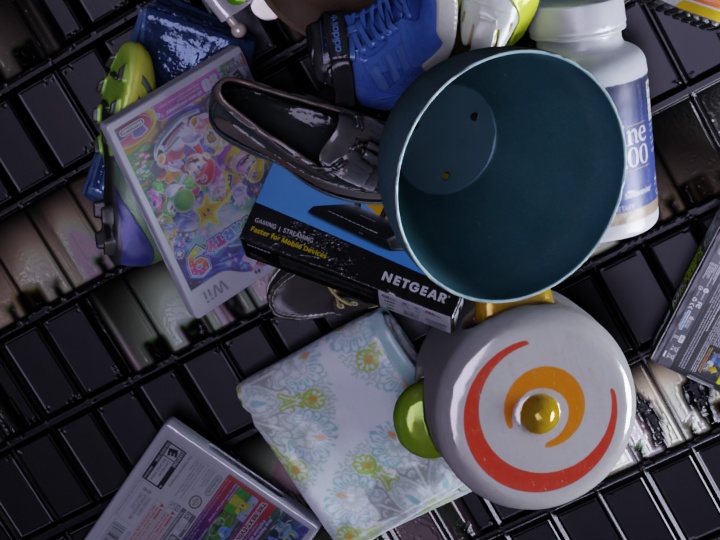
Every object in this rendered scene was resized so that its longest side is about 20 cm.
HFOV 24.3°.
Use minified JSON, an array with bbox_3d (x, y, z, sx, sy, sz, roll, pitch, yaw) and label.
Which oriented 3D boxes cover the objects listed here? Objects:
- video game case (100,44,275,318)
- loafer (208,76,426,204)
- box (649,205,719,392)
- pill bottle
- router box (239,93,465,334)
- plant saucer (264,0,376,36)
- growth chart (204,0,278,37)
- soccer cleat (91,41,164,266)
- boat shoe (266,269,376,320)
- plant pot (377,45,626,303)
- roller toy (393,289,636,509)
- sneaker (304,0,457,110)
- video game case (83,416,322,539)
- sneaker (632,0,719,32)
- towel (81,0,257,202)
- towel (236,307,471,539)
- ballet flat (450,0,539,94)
[{"bbox_3d":[-0.129,-0.077,1.474,0.143,0.018,0.201,-34,119,-21],"label":"video game case"},{"bbox_3d":[-0.037,-0.110,1.410,0.199,0.063,0.072,20,76,4],"label":"loafer"},{"bbox_3d":[0.371,0.022,1.485,0.159,0.044,0.201,23,110,0],"label":"box"},{"bbox_3d":[0.192,-0.132,1.424,0.110,0.111,0.201,-5,107,10],"label":"pill bottle"},{"bbox_3d":[0.015,-0.051,1.455,0.199,0.051,0.150,20,73,10],"label":"router box"},{"bbox_3d":[0.011,-0.253,1.400,0.199,0.030,0.200,4,150,2],"label":"plant saucer"},{"bbox_3d":[-0.080,-0.313,1.441,0.145,0.018,0.200,43,98,-7],"label":"growth chart"},{"bbox_3d":[-0.191,-0.102,1.475,0.083,0.065,0.201,-3,106,-22],"label":"soccer cleat"},{"bbox_3d":[0.000,0.000,1.521,0.200,0.061,0.072,-22,104,14],"label":"boat shoe"},{"bbox_3d":[0.094,-0.091,1.340,0.199,0.135,0.201,-8,111,-20],"label":"plant pot"},{"bbox_3d":[0.146,0.109,1.475,0.182,0.140,0.201,29,96,-13],"label":"roller toy"},{"bbox_3d":[0.013,-0.197,1.391,0.110,0.200,0.077,-1,68,-11],"label":"sneaker"},{"bbox_3d":[-0.163,0.266,1.645,0.182,0.023,0.200,35,113,-4],"label":"video game case"},{"bbox_3d":[0.239,-0.276,1.402,0.199,0.070,0.090,25,94,-1],"label":"sneaker"},{"bbox_3d":[-0.172,-0.137,1.508,0.111,0.049,0.201,21,109,0],"label":"towel"},{"bbox_3d":[0.003,0.153,1.578,0.171,0.048,0.201,-29,101,15],"label":"towel"},{"bbox_3d":[0.102,-0.195,1.387,0.066,0.067,0.200,21,148,0],"label":"ballet flat"}]
